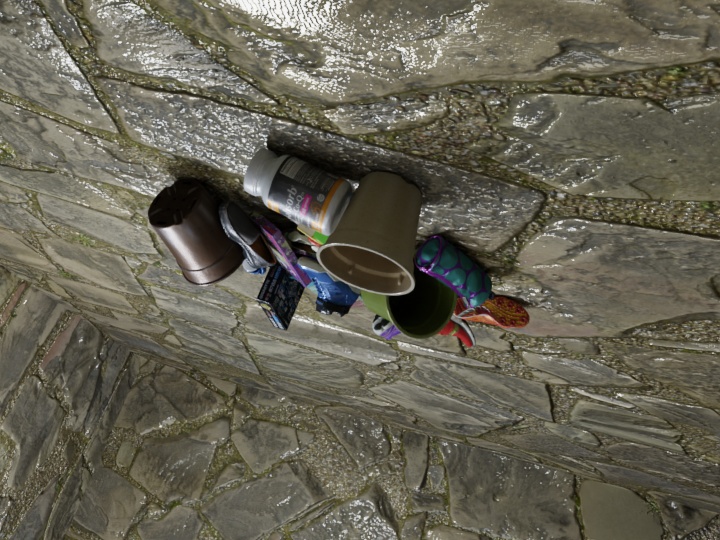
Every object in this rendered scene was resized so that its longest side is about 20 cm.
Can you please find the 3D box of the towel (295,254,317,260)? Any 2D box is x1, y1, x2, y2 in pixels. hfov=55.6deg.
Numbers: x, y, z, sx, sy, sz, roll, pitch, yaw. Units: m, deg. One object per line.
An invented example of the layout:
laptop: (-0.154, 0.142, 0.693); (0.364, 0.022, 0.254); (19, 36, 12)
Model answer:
towel: (-0.067, -0.003, 1.772); (0.198, 0.050, 0.147); (31, 156, -25)

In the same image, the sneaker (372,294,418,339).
sneaker: (0.121, 0.104, 1.737); (0.199, 0.081, 0.083); (-36, 130, 22)

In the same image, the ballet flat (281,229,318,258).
ballet flat: (-0.114, -0.067, 1.637); (0.197, 0.070, 0.071); (8, 168, 34)

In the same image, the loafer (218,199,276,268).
loafer: (-0.265, -0.088, 1.635); (0.071, 0.073, 0.201); (4, 139, 40)

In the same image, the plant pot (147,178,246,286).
plant pot: (-0.398, -0.100, 1.656); (0.197, 0.203, 0.199); (6, 148, 29)

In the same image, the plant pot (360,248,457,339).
plant pot: (0.094, 0.048, 1.610); (0.199, 0.203, 0.189); (31, 167, -27)

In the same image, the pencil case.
pencil case: (0.209, 0.007, 1.510); (0.199, 0.094, 0.084); (36, 153, -32)

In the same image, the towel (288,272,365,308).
towel: (-0.080, 0.049, 1.810); (0.199, 0.022, 0.146); (36, 152, -29)

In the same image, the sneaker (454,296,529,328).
sneaker: (0.323, 0.098, 1.682); (0.197, 0.074, 0.077); (11, 178, 31)

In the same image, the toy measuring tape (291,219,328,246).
toy measuring tape: (-0.119, -0.113, 1.565); (0.199, 0.074, 0.074); (35, 159, 7)

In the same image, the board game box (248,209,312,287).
board game box: (-0.197, -0.053, 1.687); (0.119, 0.032, 0.201); (32, 160, 42)

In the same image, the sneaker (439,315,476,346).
sneaker: (0.229, 0.143, 1.792); (0.200, 0.085, 0.077); (44, -168, -32)

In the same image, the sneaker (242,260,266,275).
sneaker: (-0.272, -0.030, 1.805); (0.073, 0.084, 0.200); (12, 176, 7)

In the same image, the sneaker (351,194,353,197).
sneaker: (-0.026, -0.107, 1.460); (0.199, 0.079, 0.070); (33, 155, -29)

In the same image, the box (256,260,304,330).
box: (-0.213, 0.055, 1.879); (0.045, 0.161, 0.201); (15, 158, 15)

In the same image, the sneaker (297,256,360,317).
sneaker: (-0.091, 0.049, 1.688); (0.198, 0.113, 0.076); (27, -177, -38)

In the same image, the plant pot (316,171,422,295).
plant pot: (0.035, -0.081, 1.330); (0.197, 0.186, 0.201); (16, 158, 7)

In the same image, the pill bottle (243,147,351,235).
pill bottle: (-0.125, -0.160, 1.359); (0.197, 0.118, 0.117); (25, 159, 8)
